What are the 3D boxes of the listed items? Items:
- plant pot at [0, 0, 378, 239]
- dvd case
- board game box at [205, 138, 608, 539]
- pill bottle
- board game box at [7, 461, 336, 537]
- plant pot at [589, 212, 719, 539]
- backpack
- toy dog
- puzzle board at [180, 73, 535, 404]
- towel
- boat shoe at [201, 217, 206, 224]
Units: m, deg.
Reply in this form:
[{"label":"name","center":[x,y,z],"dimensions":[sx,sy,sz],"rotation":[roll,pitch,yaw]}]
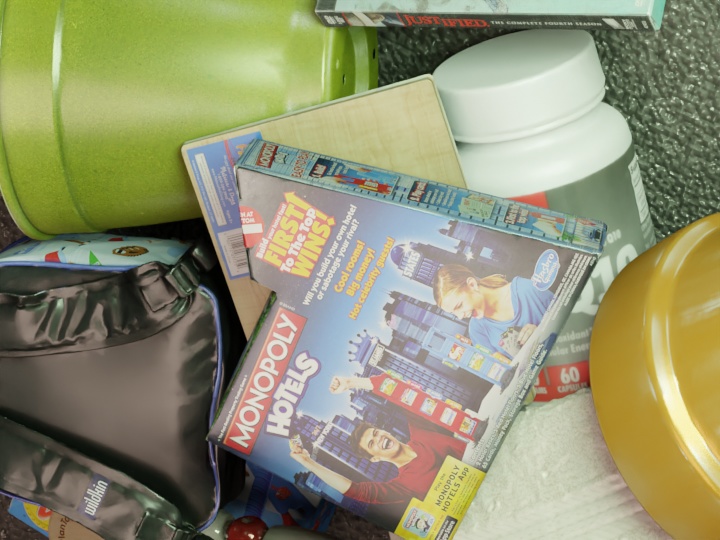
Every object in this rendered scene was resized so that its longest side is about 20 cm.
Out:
[{"label":"plant pot","center":[-0.094,-0.114,1.699],"dimensions":[0.192,0.201,0.201],"rotation":[3,117,14]},{"label":"dvd case","center":[0.081,-0.200,1.594],"dimensions":[0.199,0.147,0.022],"rotation":[3,159,27]},{"label":"board game box","center":[0.003,0.023,1.603],"dimensions":[0.199,0.062,0.201],"rotation":[27,109,0]},{"label":"pill bottle","center":[0.109,-0.029,1.669],"dimensions":[0.113,0.114,0.201],"rotation":[-4,113,29]},{"label":"board game box","center":[-0.113,0.124,1.900],"dimensions":[0.199,0.056,0.196],"rotation":[30,124,11]},{"label":"plant pot","center":[0.253,0.041,1.544],"dimensions":[0.200,0.200,0.183],"rotation":[49,141,-3]},{"label":"backpack","center":[-0.159,0.058,1.765],"dimensions":[0.189,0.154,0.201],"rotation":[7,103,11]},{"label":"toy dog","center":[-0.106,0.189,1.824],"dimensions":[0.200,0.132,0.097],"rotation":[25,119,40]},{"label":"puzzle board","center":[0.000,0.000,1.641],"dimensions":[0.150,0.017,0.201],"rotation":[-14,108,15]},{"label":"towel","center":[0.106,0.140,1.629],"dimensions":[0.199,0.034,0.133],"rotation":[-23,72,23]},{"label":"boat shoe","center":[-0.025,-0.013,1.780],"dimensions":[0.201,0.060,0.072],"rotation":[29,125,11]}]
